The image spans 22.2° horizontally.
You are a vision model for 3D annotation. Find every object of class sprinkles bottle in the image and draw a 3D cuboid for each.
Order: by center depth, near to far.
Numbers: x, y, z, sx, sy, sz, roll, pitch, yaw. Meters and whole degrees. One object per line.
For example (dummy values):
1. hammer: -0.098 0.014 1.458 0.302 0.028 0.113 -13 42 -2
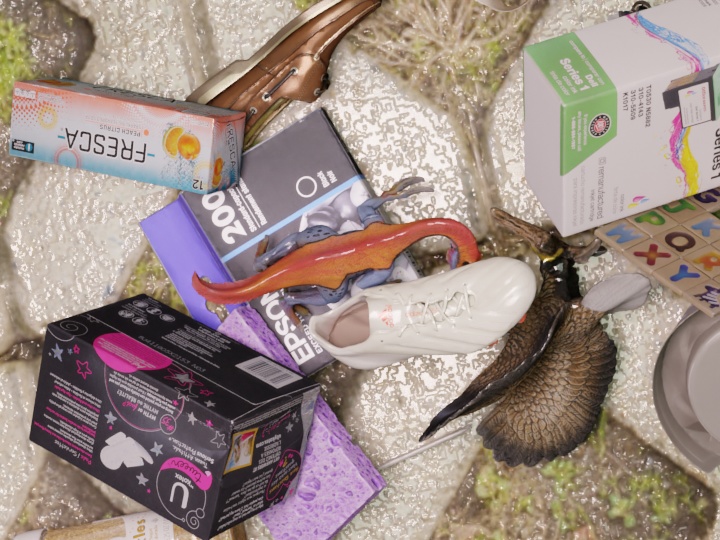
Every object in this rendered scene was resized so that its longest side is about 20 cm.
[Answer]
1. sprinkles bottle: -0.202 0.246 1.605 0.199 0.068 0.069 -12 90 6

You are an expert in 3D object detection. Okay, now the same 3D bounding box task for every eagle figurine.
1. eagle figurine: 0.145 0.067 1.540 0.151 0.151 0.201 16 82 -5

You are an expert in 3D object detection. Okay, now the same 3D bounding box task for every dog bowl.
1. dog bowl: 0.342 0.087 1.509 0.199 0.059 0.201 7 123 12

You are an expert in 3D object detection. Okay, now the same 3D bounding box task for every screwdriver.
1. screwdriver: 0.005 0.177 1.598 0.199 0.029 0.028 -24 88 10

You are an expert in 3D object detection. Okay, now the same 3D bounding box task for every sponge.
1. sponge: -0.075 0.141 1.573 0.112 0.030 0.200 -45 75 28

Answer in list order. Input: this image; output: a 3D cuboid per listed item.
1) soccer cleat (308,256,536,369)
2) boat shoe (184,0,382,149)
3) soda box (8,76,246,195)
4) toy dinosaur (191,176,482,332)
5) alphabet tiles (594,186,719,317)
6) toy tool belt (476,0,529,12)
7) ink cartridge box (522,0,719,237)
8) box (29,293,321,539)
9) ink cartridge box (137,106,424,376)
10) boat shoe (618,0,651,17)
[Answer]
1. soccer cleat: 0.048 0.036 1.464 0.200 0.077 0.070 -21 61 35
2. boat shoe: -0.054 -0.174 1.584 0.200 0.072 0.068 -35 87 17
3. soda box: -0.200 -0.117 1.571 0.199 0.064 0.069 13 104 21
4. toy dinosaur: 0.000 0.000 1.498 0.181 0.200 0.105 -16 98 42
5. alphabet tiles: 0.315 -0.009 1.471 0.200 0.167 0.008 39 138 38
6. toy tool belt: 0.066 -0.295 1.550 0.199 0.123 0.125 24 96 -3
7. ink cartridge box: 0.237 -0.130 1.481 0.199 0.145 0.084 -18 46 -12
8. box: -0.155 0.118 1.524 0.200 0.132 0.115 26 114 27
9. ink cartridge box: -0.068 -0.008 1.599 0.200 0.043 0.199 -32 88 7
10. boat shoe: 0.237 -0.191 1.554 0.200 0.070 0.066 -43 88 13
